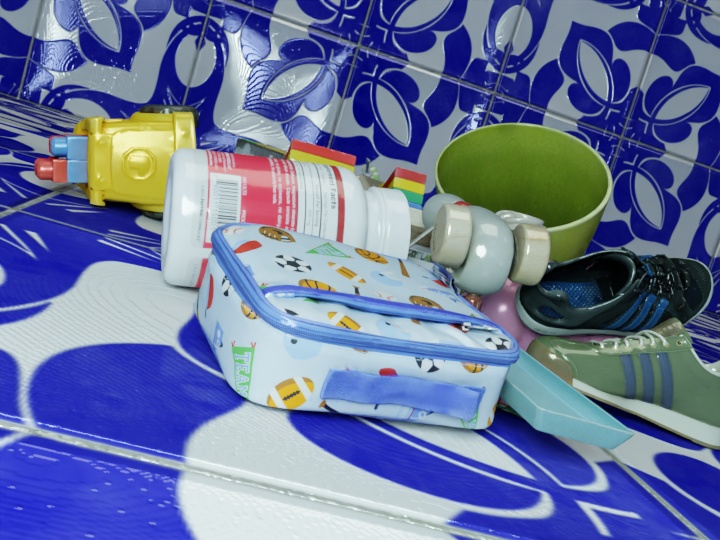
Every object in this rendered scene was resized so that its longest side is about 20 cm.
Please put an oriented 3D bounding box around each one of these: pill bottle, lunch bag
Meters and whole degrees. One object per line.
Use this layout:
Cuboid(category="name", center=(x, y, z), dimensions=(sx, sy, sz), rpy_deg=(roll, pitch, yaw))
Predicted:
Cuboid(category="pill bottle", center=(-0.064, -0.037, 0.710), dimensions=(0.198, 0.113, 0.112), rpy_deg=(5, 11, -17))
Cuboid(category="lunch bag", center=(0.001, 0.037, 0.538), dimensions=(0.198, 0.076, 0.160), rpy_deg=(10, 18, -29))

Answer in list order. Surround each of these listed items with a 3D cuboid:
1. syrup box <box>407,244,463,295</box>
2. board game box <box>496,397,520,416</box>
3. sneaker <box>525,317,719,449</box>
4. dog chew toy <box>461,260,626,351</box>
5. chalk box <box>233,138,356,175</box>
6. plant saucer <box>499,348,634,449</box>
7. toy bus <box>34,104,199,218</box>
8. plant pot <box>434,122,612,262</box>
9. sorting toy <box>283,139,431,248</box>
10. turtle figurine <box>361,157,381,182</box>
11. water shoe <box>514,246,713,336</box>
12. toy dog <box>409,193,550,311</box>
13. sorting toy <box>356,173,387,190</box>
Cuboid(category="syrup box", center=(0.000, 0.000, 0.834), dimensions=(0.198, 0.079, 0.081), rpy_deg=(16, 8, -15))
Cuboid(category="board game box", center=(0.048, 0.066, 0.682), dimensions=(0.198, 0.024, 0.105), rpy_deg=(20, 10, 12))
Cuboid(category="sneaker", center=(0.246, 0.078, 0.731), dimensions=(0.199, 0.091, 0.067), rpy_deg=(23, 7, -8))
Cuboid(category="dog chew toy", center=(0.191, 0.045, 0.829), dimensions=(0.198, 0.126, 0.125), rpy_deg=(7, 10, -16))
Cuboid(category="chalk box", center=(-0.094, -0.103, 1.220), dimensions=(0.123, 0.126, 0.199), rpy_deg=(10, 12, -46))
Cuboid(category="plant saucer", center=(0.115, 0.078, 0.600), dimensions=(0.069, 0.019, 0.200), rpy_deg=(16, 7, -15))
Cuboid(category="toy bus", center=(-0.303, -0.138, 1.038), dimensions=(0.190, 0.137, 0.200), rpy_deg=(-3, 12, -21))
Cuboid(category="plant pot", center=(0.173, -0.029, 0.948), dimensions=(0.185, 0.201, 0.188), rpy_deg=(-1, 43, 1))
Cuboid(category="sorting toy", center=(-0.020, -0.062, 0.931), dimensions=(0.198, 0.070, 0.199), rpy_deg=(13, -20, -10))
Cuboid(category="turtle figurine", center=(-0.037, -0.124, 1.443), dimensions=(0.193, 0.145, 0.199), rpy_deg=(19, 3, 44))
Cuboid(category="water shoe", center=(0.238, 0.018, 0.743), dimensions=(0.198, 0.072, 0.079), rpy_deg=(-9, -22, -14))
Cuboid(category="toy dog", center=(0.092, -0.010, 0.733), dimensions=(0.131, 0.097, 0.200), rpy_deg=(17, 9, 9))
Cuboid(category="sorting toy", center=(0.068, -0.065, 1.268), dimensions=(0.186, 0.036, 0.200), rpy_deg=(58, 15, 4))
